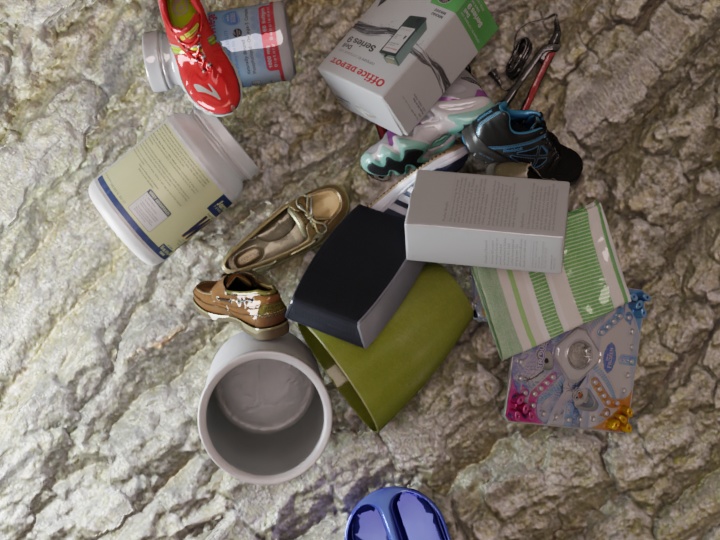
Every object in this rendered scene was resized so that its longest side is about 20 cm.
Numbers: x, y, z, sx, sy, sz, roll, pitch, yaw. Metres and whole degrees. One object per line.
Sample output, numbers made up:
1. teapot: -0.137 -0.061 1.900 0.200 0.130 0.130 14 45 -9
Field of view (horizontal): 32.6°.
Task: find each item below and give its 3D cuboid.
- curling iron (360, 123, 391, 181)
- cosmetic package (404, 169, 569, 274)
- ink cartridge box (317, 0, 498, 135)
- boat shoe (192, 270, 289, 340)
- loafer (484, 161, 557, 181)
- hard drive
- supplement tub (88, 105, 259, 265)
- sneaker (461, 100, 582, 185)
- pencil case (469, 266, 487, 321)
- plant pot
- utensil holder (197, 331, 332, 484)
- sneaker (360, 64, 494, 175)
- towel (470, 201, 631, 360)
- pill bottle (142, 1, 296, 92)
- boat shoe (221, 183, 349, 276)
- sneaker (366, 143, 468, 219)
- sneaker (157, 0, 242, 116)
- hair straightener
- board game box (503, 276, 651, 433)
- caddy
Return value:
1. curling iron: 0.013 -0.223 1.725 0.049 0.026 0.202 -9 88 -2
2. cosmetic package: 0.162 -0.062 1.561 0.198 0.072 0.102 6 49 10
3. ink cartridge box: 0.063 -0.297 1.650 0.146 0.084 0.200 30 77 42
4. boat shoe: -0.161 0.032 1.648 0.072 0.199 0.069 -22 115 -36
5. loafer: 0.243 -0.079 1.647 0.069 0.200 0.076 -13 55 38
6. hard drive: 0.000 0.000 1.595 0.134 0.042 0.200 20 54 21
7. supplement tub: -0.251 -0.120 1.668 0.200 0.145 0.145 -39 88 0
8. sneaker: 0.234 -0.167 1.654 0.199 0.082 0.074 13 48 -34
9. pencil case: 0.182 -0.029 1.687 0.090 0.083 0.202 -7 87 -9
10. plant pot: 0.046 0.082 1.650 0.199 0.187 0.188 -36 88 -10
11. utensil holder: -0.124 0.168 1.616 0.168 0.200 0.171 -1 99 -4
12. sneaker: 0.075 -0.222 1.700 0.199 0.078 0.141 -22 68 -4
13. towel: 0.250 0.011 1.615 0.199 0.023 0.154 -22 99 -14
14. pill bottle: -0.193 -0.302 1.690 0.198 0.109 0.110 -9 88 1
15. boat shoe: -0.103 -0.053 1.703 0.200 0.063 0.074 -29 88 0
16. sneaker: 0.090 -0.081 1.675 0.200 0.070 0.109 -36 88 28
17. sneaker: -0.218 -0.292 1.593 0.077 0.085 0.201 -26 86 1
18. hair straightener: 0.217 -0.272 1.713 0.077 0.041 0.201 27 94 2
19. board game box: 0.298 0.115 1.669 0.199 0.026 0.202 8 90 -23
20. caddy: 0.058 0.389 1.664 0.140 0.105 0.201 -20 88 1
